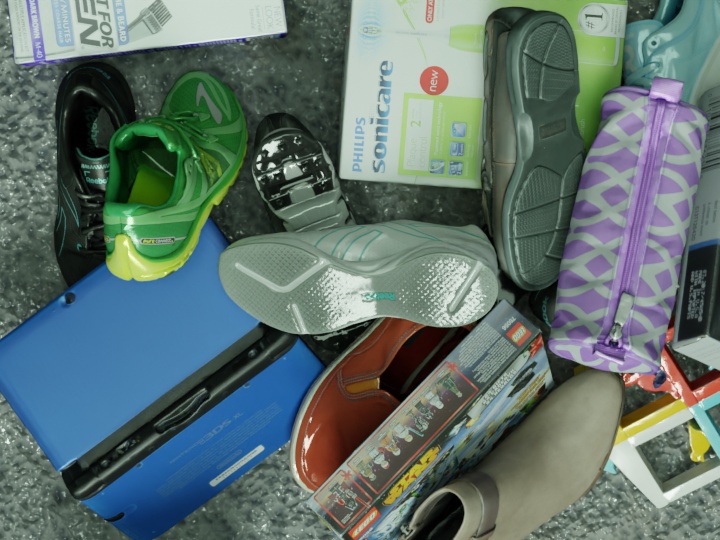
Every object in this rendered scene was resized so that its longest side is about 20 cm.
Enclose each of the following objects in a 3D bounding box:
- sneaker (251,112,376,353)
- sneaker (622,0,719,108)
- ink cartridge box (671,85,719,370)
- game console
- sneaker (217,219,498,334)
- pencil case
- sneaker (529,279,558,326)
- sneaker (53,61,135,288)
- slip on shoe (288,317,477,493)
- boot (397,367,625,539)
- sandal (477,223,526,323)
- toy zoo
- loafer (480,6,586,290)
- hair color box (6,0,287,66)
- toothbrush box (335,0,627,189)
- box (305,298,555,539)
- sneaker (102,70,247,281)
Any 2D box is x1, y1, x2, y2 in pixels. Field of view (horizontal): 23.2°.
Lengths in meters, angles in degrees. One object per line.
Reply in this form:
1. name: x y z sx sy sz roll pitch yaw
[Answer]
1. sneaker: -0.034 -0.034 1.304 0.066 0.091 0.200 -19 121 0
2. sneaker: 0.215 -0.140 1.291 0.082 0.074 0.200 30 72 -13
3. ink cartridge box: 0.315 -0.007 1.258 0.200 0.047 0.198 22 65 -28
4. game console: -0.142 0.080 1.306 0.200 0.171 0.118 -36 55 1
5. sneaker: 0.000 0.000 1.238 0.200 0.080 0.071 2 117 9
6. pencil case: 0.183 -0.025 1.198 0.084 0.086 0.200 10 80 11
7. sneaker: 0.211 -0.015 1.307 0.200 0.079 0.076 -29 107 -21
8. sneaker: -0.195 -0.052 1.289 0.075 0.079 0.200 -8 97 -3
9. slip on shoe: 0.015 0.090 1.282 0.074 0.061 0.200 29 110 -30
10. boot: 0.104 0.157 1.275 0.070 0.146 0.200 40 112 26
11. sandal: 0.075 0.040 1.327 0.076 0.043 0.200 29 93 -6
12. toy zoo: 0.253 0.097 1.325 0.200 0.020 0.131 -29 107 15
13. loafer: 0.116 -0.088 1.232 0.072 0.063 0.200 -12 114 -29
14. hair color box: -0.158 -0.214 1.284 0.200 0.065 0.110 -7 95 -4
15. toothbrush box: 0.086 -0.133 1.292 0.200 0.086 0.146 5 96 -2
16. box: 0.055 0.122 1.264 0.200 0.137 0.040 -45 69 -8
17. sneaker: -0.131 -0.081 1.241 0.074 0.200 0.084 3 134 13
